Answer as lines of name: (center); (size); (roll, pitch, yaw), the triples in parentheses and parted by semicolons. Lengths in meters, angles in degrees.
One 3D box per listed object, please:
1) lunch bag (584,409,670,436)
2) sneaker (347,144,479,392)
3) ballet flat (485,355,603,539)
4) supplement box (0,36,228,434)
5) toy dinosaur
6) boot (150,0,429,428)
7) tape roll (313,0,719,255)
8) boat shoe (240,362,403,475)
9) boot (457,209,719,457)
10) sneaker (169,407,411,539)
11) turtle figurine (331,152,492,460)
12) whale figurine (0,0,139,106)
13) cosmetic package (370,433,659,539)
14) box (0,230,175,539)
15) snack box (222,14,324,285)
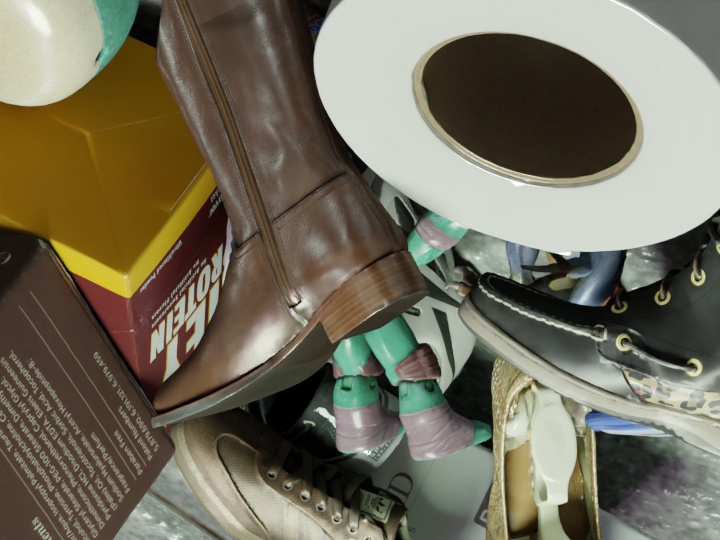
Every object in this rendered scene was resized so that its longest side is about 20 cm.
lunch bag: (0.226, 0.047, 1.544); (0.199, 0.076, 0.160); (-7, 171, 30)
sneaker: (0.000, 0.000, 1.635); (0.074, 0.089, 0.200); (-12, 134, 41)
ballet flat: (0.103, 0.133, 1.644); (0.070, 0.065, 0.201); (-8, 103, -2)
supplement box: (-0.165, -0.026, 1.604); (0.197, 0.133, 0.200); (25, 149, 17)
toy dinosaur: (0.111, -0.040, 1.560); (0.105, 0.200, 0.182); (46, 128, 23)
boot: (-0.070, -0.041, 1.449); (0.186, 0.064, 0.200); (-31, 79, 32)
tape roll: (0.093, -0.123, 1.358); (0.202, 0.139, 0.203); (14, 147, 9)
boat shoe: (-0.037, 0.080, 1.695); (0.057, 0.069, 0.200); (36, 163, -19)
boot: (0.161, 0.002, 1.422); (0.199, 0.073, 0.151); (23, 107, 8)
sneaker: (-0.014, 0.131, 1.615); (0.075, 0.071, 0.200); (-34, 110, 34)
turtle figurine: (0.005, -0.004, 1.524); (0.150, 0.100, 0.201); (-162, 58, -67)
whale figurine: (-0.194, -0.177, 1.492); (0.200, 0.104, 0.159); (40, 151, 14)
cosmetic package: (0.049, 0.190, 1.766); (0.200, 0.165, 0.165); (28, 173, -15)
box: (-0.235, 0.099, 1.519); (0.166, 0.200, 0.164); (8, 141, 37)
snack box: (-0.043, -0.032, 1.555); (0.024, 0.072, 0.201); (23, 126, 24)
